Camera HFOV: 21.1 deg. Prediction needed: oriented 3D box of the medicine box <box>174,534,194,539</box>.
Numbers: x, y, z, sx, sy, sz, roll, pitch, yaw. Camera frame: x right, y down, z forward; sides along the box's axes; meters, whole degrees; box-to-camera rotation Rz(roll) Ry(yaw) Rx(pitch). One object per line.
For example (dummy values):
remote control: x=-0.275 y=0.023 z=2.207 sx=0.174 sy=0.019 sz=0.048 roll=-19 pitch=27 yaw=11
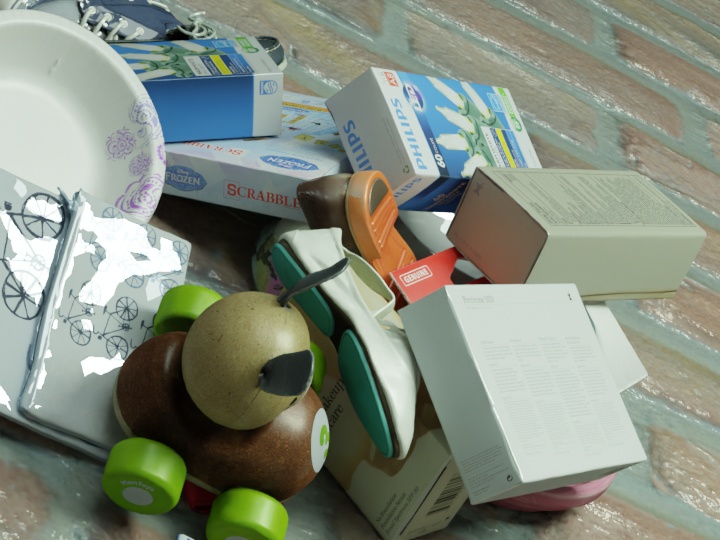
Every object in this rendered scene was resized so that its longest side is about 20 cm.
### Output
medicine box: x=-0.062 y=0.284 z=1.138 sx=0.182 sy=0.103 sz=0.200 roll=26 pitch=30 yaw=-10

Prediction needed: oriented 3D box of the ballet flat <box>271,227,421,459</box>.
ballet flat: x=0.005 y=0.043 z=1.404 sx=0.069 sy=0.069 sz=0.200 roll=-1 pitch=49 yaw=-43

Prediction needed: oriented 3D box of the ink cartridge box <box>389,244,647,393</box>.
ink cartridge box: x=0.133 y=0.045 z=1.574 sx=0.200 sy=0.045 sz=0.176 roll=-22 pitch=78 yaw=-54

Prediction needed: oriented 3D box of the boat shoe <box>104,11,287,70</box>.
boat shoe: x=-0.159 y=-0.193 z=1.726 sx=0.199 sy=0.062 sz=0.075 roll=-11 pitch=20 yaw=-22

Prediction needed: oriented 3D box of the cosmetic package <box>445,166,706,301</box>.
cosmetic package: x=0.183 y=-0.030 z=1.621 sx=0.200 sy=0.073 sz=0.104 roll=-1 pitch=36 yaw=-40

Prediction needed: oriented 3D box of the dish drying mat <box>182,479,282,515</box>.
dish drying mat: x=-0.119 y=0.104 z=1.433 sx=0.077 sy=0.018 sz=0.200 roll=8 pitch=39 yaw=-32

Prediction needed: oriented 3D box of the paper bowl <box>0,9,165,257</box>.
paper bowl: x=-0.255 y=-0.087 z=1.458 sx=0.200 sy=0.104 sz=0.201 roll=16 pitch=60 yaw=-31

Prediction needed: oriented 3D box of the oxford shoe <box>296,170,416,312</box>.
oxford shoe: x=0.000 y=0.000 z=1.567 sx=0.073 sy=0.200 sz=0.071 roll=2 pitch=39 yaw=21

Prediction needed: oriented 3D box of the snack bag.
snack bag: x=-0.218 y=0.023 z=1.355 sx=0.200 sy=0.021 sz=0.189 roll=27 pitch=56 yaw=-27

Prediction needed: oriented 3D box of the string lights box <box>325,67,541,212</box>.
string lights box: x=0.067 y=-0.106 z=1.641 sx=0.200 sy=0.059 sz=0.103 roll=1 pitch=62 yaw=-53

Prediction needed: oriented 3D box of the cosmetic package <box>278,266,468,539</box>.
cosmetic package: x=0.007 y=0.098 z=1.472 sx=0.071 sy=0.105 sz=0.200 roll=-9 pitch=48 yaw=-48

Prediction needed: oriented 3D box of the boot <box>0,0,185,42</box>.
boot: x=-0.235 y=-0.223 z=1.746 sx=0.090 sy=0.073 sz=0.200 roll=39 pitch=30 yaw=23

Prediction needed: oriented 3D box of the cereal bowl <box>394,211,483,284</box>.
cereal bowl: x=0.085 y=-0.018 z=1.730 sx=0.200 sy=0.083 sz=0.200 roll=24 pitch=31 yaw=-15

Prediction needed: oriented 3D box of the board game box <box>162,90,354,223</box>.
board game box: x=-0.089 y=-0.107 z=1.665 sx=0.199 sy=0.041 sz=0.199 roll=12 pitch=25 yaw=20

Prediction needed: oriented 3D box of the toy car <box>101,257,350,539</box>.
toy car: x=-0.063 y=0.072 z=1.298 sx=0.158 sy=0.200 sz=0.165 roll=28 pitch=50 yaw=-18

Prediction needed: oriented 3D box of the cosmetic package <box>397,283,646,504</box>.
cosmetic package: x=0.123 y=0.087 z=1.430 sx=0.200 sy=0.052 sz=0.151 roll=1 pitch=67 yaw=-56

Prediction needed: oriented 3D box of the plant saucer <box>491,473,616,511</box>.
plant saucer: x=0.115 y=0.126 z=1.583 sx=0.200 sy=0.051 sz=0.201 roll=24 pitch=31 yaw=-15

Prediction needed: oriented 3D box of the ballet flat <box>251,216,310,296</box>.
ballet flat: x=-0.042 y=-0.038 z=1.657 sx=0.069 sy=0.071 sz=0.200 roll=31 pitch=30 yaw=-3

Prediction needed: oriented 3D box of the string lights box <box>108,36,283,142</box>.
string lights box: x=-0.174 y=-0.150 z=1.625 sx=0.199 sy=0.059 sz=0.103 roll=-5 pitch=26 yaw=-17
